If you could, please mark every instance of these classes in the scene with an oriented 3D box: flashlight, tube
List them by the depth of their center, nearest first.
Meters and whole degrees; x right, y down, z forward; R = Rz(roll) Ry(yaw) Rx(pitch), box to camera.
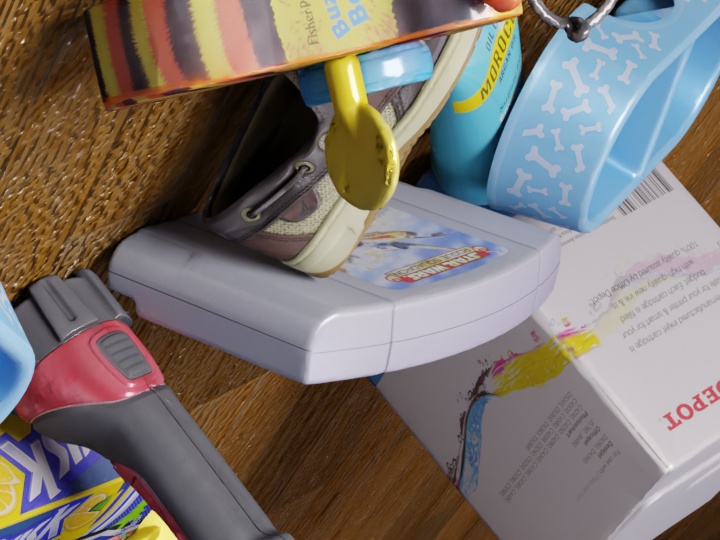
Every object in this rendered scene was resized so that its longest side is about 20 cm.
[{"bbox_3d":[-0.083,0.094,0.982,0.068,0.200,0.068,-37,165,-4],"label":"flashlight"},{"bbox_3d":[0.053,-0.089,1.079,0.200,0.050,0.078,76,25,-71],"label":"tube"}]

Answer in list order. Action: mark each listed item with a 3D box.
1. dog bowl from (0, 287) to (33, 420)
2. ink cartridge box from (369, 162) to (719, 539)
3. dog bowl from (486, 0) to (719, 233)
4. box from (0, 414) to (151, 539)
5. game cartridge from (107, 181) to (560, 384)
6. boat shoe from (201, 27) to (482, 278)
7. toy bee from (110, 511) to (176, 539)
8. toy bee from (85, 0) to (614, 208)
[{"bbox_3d":[-0.180,0.031,0.844,0.111,0.050,0.200,-39,163,-4],"label":"dog bowl"},{"bbox_3d":[0.116,0.040,1.258,0.146,0.200,0.146,-26,159,-38],"label":"ink cartridge box"},{"bbox_3d":[0.130,-0.088,1.148,0.200,0.049,0.112,-41,155,-49],"label":"dog bowl"},{"bbox_3d":[-0.166,0.097,1.037,0.199,0.070,0.064,-17,153,-54],"label":"box"},{"bbox_3d":[0.000,0.000,1.051,0.199,0.132,0.042,-18,118,-52],"label":"game cartridge"},{"bbox_3d":[-0.005,-0.081,0.927,0.064,0.073,0.201,9,123,-26],"label":"boat shoe"},{"bbox_3d":[-0.133,0.167,1.231,0.131,0.109,0.200,-42,164,2],"label":"toy bee"},{"bbox_3d":[0.008,-0.103,0.799,0.199,0.131,0.109,-35,-172,-13],"label":"toy bee"}]
